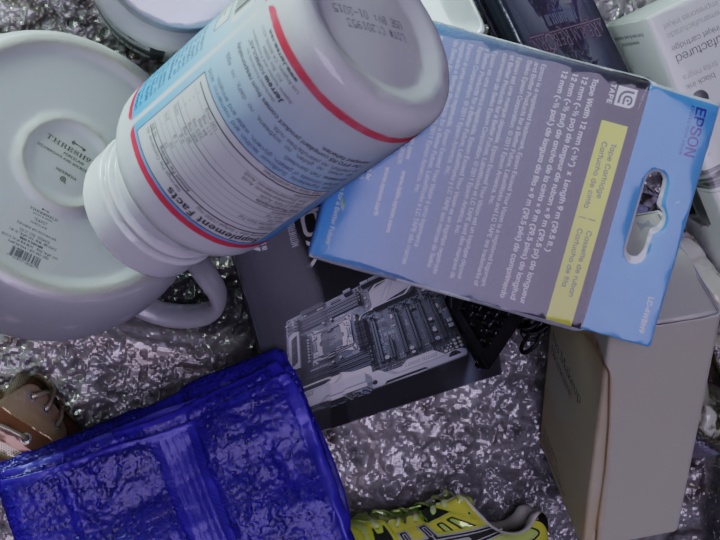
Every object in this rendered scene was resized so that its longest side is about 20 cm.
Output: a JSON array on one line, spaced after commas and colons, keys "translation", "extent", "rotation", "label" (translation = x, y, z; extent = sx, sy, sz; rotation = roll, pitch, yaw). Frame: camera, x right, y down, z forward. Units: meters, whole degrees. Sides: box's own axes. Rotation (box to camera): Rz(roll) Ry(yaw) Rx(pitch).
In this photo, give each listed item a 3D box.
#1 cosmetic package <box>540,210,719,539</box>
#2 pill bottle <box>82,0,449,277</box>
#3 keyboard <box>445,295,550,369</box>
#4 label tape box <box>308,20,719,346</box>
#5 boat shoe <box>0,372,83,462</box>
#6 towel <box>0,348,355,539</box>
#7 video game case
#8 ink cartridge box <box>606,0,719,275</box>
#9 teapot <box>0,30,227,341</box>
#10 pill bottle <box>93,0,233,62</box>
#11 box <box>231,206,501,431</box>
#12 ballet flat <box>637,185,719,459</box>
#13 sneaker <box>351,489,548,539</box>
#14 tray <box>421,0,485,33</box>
[{"translation": [0.169, 0.074, 0.875], "extent": [0.073, 0.104, 0.201], "rotation": [-9, 130, -7], "label": "cosmetic package"}, {"translation": [-0.057, -0.075, 0.708], "extent": [0.200, 0.109, 0.109], "rotation": [-32, 104, 38], "label": "pill bottle"}, {"translation": [0.133, -0.022, 0.894], "extent": [0.200, 0.039, 0.104], "rotation": [-54, 138, -22], "label": "keyboard"}, {"translation": [0.083, -0.053, 0.767], "extent": [0.199, 0.066, 0.144], "rotation": [15, 96, -1], "label": "label tape box"}, {"translation": [-0.221, 0.103, 0.873], "extent": [0.199, 0.076, 0.072], "rotation": [19, 91, -13], "label": "boat shoe"}, {"translation": [-0.110, 0.147, 0.815], "extent": [0.199, 0.050, 0.148], "rotation": [-22, 76, -7], "label": "towel"}, {"translation": [0.107, -0.182, 0.856], "extent": [0.019, 0.143, 0.201], "rotation": [-27, 90, 34], "label": "video game case"}, {"translation": [0.278, -0.107, 0.928], "extent": [0.146, 0.083, 0.201], "rotation": [-26, 100, -6], "label": "ink cartridge box"}, {"translation": [-0.197, -0.038, 0.830], "extent": [0.197, 0.146, 0.201], "rotation": [-20, 82, -34], "label": "teapot"}, {"translation": [-0.106, -0.183, 0.794], "extent": [0.112, 0.200, 0.114], "rotation": [-1, 96, -10], "label": "pill bottle"}, {"translation": [0.000, 0.000, 0.873], "extent": [0.157, 0.050, 0.201], "rotation": [-16, 123, -8], "label": "box"}, {"translation": [0.230, 0.037, 0.937], "extent": [0.072, 0.072, 0.202], "rotation": [-14, 103, -8], "label": "ballet flat"}, {"translation": [0.040, 0.187, 0.933], "extent": [0.199, 0.075, 0.077], "rotation": [13, 87, -21], "label": "sneaker"}, {"translation": [-0.002, -0.197, 0.847], "extent": [0.107, 0.022, 0.201], "rotation": [-32, 69, 20], "label": "tray"}]
